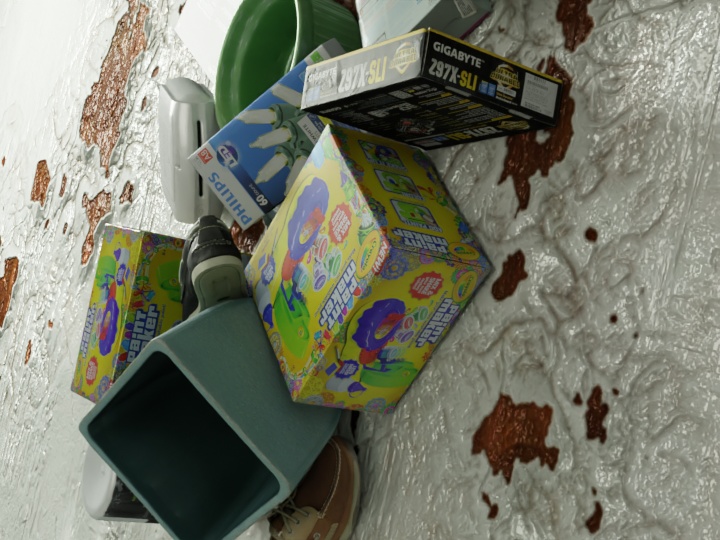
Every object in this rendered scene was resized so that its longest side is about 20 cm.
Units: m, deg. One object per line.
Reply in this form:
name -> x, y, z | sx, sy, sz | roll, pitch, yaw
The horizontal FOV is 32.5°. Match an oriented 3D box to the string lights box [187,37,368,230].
string lights box -> -0.077, -0.145, 1.331 | 0.200, 0.103, 0.059 | -37, 6, 21

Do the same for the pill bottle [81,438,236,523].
pill bottle -> -0.201, 0.231, 1.382 | 0.106, 0.199, 0.107 | -26, 59, 54

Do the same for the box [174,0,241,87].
box -> -0.159, -0.327, 1.613 | 0.142, 0.078, 0.200 | -60, 37, 20

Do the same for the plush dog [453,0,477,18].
plush dog -> 0.114, -0.347, 1.149 | 0.200, 0.172, 0.161 | 42, 158, 21

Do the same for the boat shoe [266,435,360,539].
boat shoe -> -0.057, 0.265, 1.272 | 0.076, 0.071, 0.202 | 29, 104, 56

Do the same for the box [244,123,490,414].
box -> 0.000, 0.000, 1.228 | 0.201, 0.121, 0.193 | -58, 38, 29

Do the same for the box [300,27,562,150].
box -> 0.061, -0.163, 1.153 | 0.199, 0.159, 0.050 | -4, 77, 57

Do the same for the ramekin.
ramekin -> -0.083, -0.236, 1.450 | 0.200, 0.097, 0.202 | -24, 60, 52

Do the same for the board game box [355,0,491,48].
board game box -> 0.056, -0.319, 1.299 | 0.147, 0.064, 0.202 | -36, 53, 45

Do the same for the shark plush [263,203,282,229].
shark plush -> -0.096, -0.079, 1.486 | 0.200, 0.090, 0.084 | 42, 137, 31

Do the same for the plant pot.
plant pot -> -0.131, 0.142, 1.290 | 0.197, 0.200, 0.196 | 47, 131, 2

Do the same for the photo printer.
photo printer -> -0.216, -0.152, 1.582 | 0.200, 0.069, 0.168 | -133, 42, -69

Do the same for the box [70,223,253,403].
box -> -0.212, 0.066, 1.448 | 0.122, 0.191, 0.202 | 12, 90, 57

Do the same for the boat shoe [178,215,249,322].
boat shoe -> -0.157, 0.013, 1.304 | 0.200, 0.071, 0.068 | 107, 143, -62
